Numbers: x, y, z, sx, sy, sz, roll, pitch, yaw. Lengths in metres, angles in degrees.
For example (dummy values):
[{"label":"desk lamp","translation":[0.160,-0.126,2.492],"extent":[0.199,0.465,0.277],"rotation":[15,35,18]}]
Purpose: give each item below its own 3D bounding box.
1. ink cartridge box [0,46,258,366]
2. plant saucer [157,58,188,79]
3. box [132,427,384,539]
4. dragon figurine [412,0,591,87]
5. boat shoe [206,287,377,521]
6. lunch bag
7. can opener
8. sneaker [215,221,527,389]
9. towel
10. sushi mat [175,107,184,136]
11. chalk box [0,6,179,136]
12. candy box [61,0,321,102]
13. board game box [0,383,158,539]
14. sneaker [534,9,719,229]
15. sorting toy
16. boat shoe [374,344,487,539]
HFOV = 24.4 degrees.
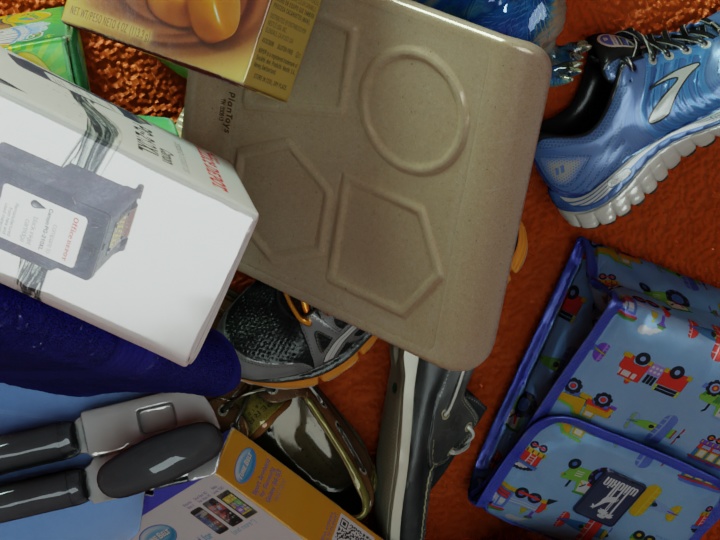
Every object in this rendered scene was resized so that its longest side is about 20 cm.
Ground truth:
[{"label":"ink cartridge box","translation":[-0.158,-0.047,0.803],"extent":[0.199,0.145,0.085],"rotation":[26,99,-16]},{"label":"plant saucer","translation":[-0.073,-0.189,0.911],"extent":[0.198,0.031,0.202],"rotation":[9,112,23]},{"label":"box","translation":[-0.058,0.173,1.032],"extent":[0.200,0.042,0.119],"rotation":[41,136,-16]},{"label":"dragon figurine","translation":[0.055,-0.135,0.876],"extent":[0.199,0.059,0.100],"rotation":[-20,110,29]},{"label":"boat shoe","translation":[-0.061,0.077,1.023],"extent":[0.200,0.068,0.072],"rotation":[41,95,-17]},{"label":"lunch bag","translation":[0.169,0.103,1.072],"extent":[0.149,0.094,0.201],"rotation":[20,113,-16]},{"label":"can opener","translation":[-0.175,0.110,0.939],"extent":[0.198,0.067,0.054],"rotation":[-13,84,-1]},{"label":"sneaker","translation":[0.000,0.000,0.974],"extent":[0.199,0.077,0.079],"rotation":[-28,64,-1]},{"label":"towel","translation":[-0.174,0.028,0.858],"extent":[0.199,0.147,0.050],"rotation":[19,71,-52]},{"label":"sushi mat","translation":[-0.026,-0.053,0.952],"extent":[0.199,0.012,0.096],"rotation":[26,86,25]},{"label":"chalk box","translation":[-0.202,-0.073,0.929],"extent":[0.198,0.124,0.125],"rotation":[-12,107,-8]},{"label":"candy box","translation":[-0.062,-0.199,0.831],"extent":[0.116,0.056,0.202],"rotation":[20,93,24]},{"label":"board game box","translation":[-0.199,0.084,0.995],"extent":[0.156,0.039,0.202],"rotation":[7,89,-1]},{"label":"sneaker","translation":[0.185,-0.117,1.008],"extent":[0.200,0.079,0.089],"rotation":[-40,110,3]},{"label":"sorting toy","translation":[-0.004,-0.062,0.882],"extent":[0.199,0.036,0.187],"rotation":[22,120,22]},{"label":"boat shoe","translation":[0.047,0.095,1.045],"extent":[0.067,0.072,0.202],"rotation":[7,101,-11]}]
